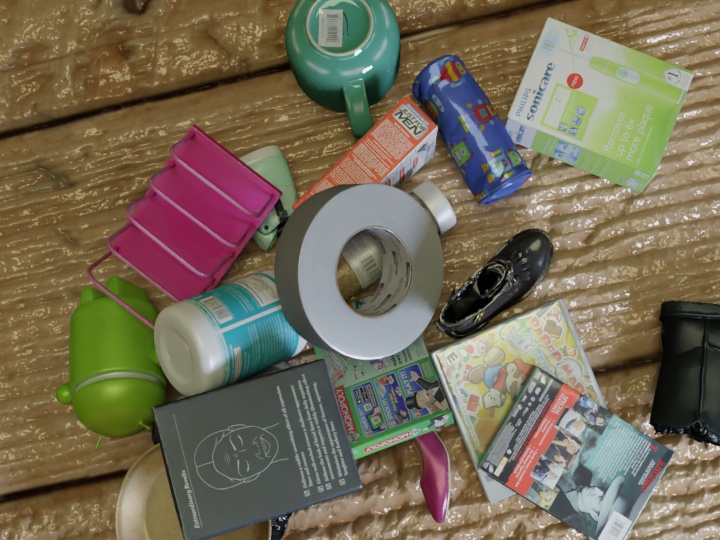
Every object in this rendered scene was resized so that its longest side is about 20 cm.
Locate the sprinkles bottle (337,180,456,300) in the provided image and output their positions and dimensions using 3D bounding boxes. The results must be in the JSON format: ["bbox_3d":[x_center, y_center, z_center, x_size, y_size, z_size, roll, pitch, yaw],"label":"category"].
[{"bbox_3d":[0.025,-0.032,1.220,0.199,0.068,0.069,-35,80,-6],"label":"sprinkles bottle"}]

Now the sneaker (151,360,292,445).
[{"bbox_3d":[-0.159,0.191,1.170,0.198,0.075,0.116,-27,41,-2],"label":"sneaker"}]

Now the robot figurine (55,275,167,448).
[{"bbox_3d":[-0.299,0.113,1.181,0.174,0.116,0.202,-21,60,18],"label":"robot figurine"}]

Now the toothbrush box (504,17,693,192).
[{"bbox_3d":[0.301,-0.211,1.233,0.198,0.086,0.147,23,82,9],"label":"toothbrush box"}]

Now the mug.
[{"bbox_3d":[-0.012,-0.288,1.249,0.185,0.114,0.152,44,85,10],"label":"mug"}]

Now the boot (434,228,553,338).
[{"bbox_3d":[0.167,0.013,1.155,0.200,0.174,0.069,-44,80,-5],"label":"boot"}]

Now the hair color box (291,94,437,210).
[{"bbox_3d":[0.008,-0.118,1.220,0.200,0.111,0.064,-43,81,-5],"label":"hair color box"}]

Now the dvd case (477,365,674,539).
[{"bbox_3d":[0.261,0.230,1.167,0.199,0.022,0.147,31,89,2],"label":"dvd case"}]

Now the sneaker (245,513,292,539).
[{"bbox_3d":[-0.101,0.279,1.181,0.198,0.070,0.101,-20,80,8],"label":"sneaker"}]

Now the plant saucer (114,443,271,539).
[{"bbox_3d":[-0.196,0.297,1.145,0.197,0.035,0.203,0,89,12],"label":"plant saucer"}]

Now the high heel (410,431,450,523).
[{"bbox_3d":[0.055,0.209,1.177,0.095,0.067,0.203,-4,75,-7],"label":"high heel"}]

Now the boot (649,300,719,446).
[{"bbox_3d":[0.456,0.130,1.165,0.197,0.076,0.170,5,77,11],"label":"boot"}]

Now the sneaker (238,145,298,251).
[{"bbox_3d":[-0.172,-0.069,1.240,0.199,0.074,0.119,-26,79,-1],"label":"sneaker"}]

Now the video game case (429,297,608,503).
[{"bbox_3d":[0.204,0.161,1.190,0.180,0.023,0.202,-22,88,-1],"label":"video game case"}]

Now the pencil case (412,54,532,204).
[{"bbox_3d":[0.139,-0.180,1.240,0.078,0.087,0.201,-22,78,-38],"label":"pencil case"}]

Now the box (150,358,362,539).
[{"bbox_3d":[-0.117,0.202,1.067,0.197,0.107,0.150,-14,77,-14],"label":"box"}]

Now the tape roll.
[{"bbox_3d":[0.000,0.000,1.120,0.198,0.066,0.203,-2,93,-31],"label":"tape roll"}]

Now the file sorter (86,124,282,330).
[{"bbox_3d":[-0.215,-0.044,1.160,0.138,0.126,0.201,37,108,-6],"label":"file sorter"}]

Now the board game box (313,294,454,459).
[{"bbox_3d":[0.019,0.120,1.173,0.133,0.029,0.201,-20,51,1],"label":"board game box"}]

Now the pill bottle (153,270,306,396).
[{"bbox_3d":[-0.136,0.067,1.137,0.199,0.111,0.112,-21,76,-40],"label":"pill bottle"}]
